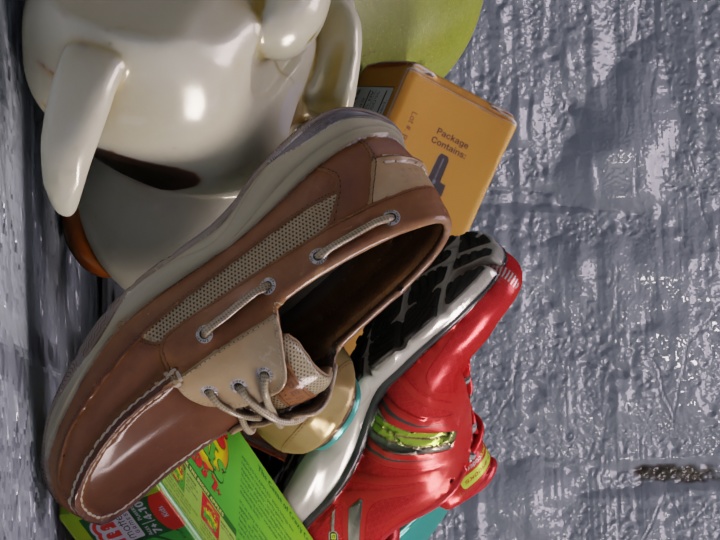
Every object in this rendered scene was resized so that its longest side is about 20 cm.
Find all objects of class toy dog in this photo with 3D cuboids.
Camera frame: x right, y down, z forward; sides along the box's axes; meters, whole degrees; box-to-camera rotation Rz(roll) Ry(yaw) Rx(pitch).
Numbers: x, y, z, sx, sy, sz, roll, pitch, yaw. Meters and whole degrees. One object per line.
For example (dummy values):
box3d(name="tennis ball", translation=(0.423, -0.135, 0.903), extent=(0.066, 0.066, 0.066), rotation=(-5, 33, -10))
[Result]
box3d(name="toy dog", translation=(-0.064, -0.065, 1.148), extent=(0.200, 0.139, 0.194), rotation=(86, 13, -52))

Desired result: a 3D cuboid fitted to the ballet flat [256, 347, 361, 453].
box3d(name="ballet flat", translation=(-0.052, 0.026, 1.299), extent=(0.069, 0.063, 0.200), rotation=(-59, -159, 2))

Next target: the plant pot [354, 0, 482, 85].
box3d(name="plant pot", translation=(-0.045, -0.139, 1.464), extent=(0.200, 0.186, 0.188), rotation=(-54, 143, -67))

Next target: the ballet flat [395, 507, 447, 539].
box3d(name="ballet flat", translation=(-0.024, 0.155, 1.411), extent=(0.070, 0.065, 0.200), rotation=(-10, 140, -56))

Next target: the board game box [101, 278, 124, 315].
box3d(name="board game box", translation=(-0.101, 0.002, 1.420), extent=(0.200, 0.034, 0.127), rotation=(78, 11, -78))

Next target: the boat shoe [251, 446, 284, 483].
box3d(name="boat shoe", translation=(-0.049, 0.091, 1.453), extent=(0.062, 0.073, 0.200), rotation=(-58, 173, 36))

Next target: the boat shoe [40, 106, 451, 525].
box3d(name="boat shoe", translation=(-0.045, 0.027, 1.104), extent=(0.072, 0.200, 0.076), rotation=(46, 8, 31))

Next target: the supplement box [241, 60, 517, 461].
box3d(name="supplement box", translation=(0.000, 0.000, 1.385), extent=(0.200, 0.066, 0.069), rotation=(-65, -159, -4))

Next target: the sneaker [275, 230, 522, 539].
box3d(name="sneaker", translation=(0.030, 0.064, 1.291), extent=(0.200, 0.085, 0.077), rotation=(-57, -171, 37))

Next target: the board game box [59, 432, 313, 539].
box3d(name="board game box", translation=(-0.060, 0.132, 1.243), extent=(0.102, 0.047, 0.200), rotation=(-90, 155, -52))
